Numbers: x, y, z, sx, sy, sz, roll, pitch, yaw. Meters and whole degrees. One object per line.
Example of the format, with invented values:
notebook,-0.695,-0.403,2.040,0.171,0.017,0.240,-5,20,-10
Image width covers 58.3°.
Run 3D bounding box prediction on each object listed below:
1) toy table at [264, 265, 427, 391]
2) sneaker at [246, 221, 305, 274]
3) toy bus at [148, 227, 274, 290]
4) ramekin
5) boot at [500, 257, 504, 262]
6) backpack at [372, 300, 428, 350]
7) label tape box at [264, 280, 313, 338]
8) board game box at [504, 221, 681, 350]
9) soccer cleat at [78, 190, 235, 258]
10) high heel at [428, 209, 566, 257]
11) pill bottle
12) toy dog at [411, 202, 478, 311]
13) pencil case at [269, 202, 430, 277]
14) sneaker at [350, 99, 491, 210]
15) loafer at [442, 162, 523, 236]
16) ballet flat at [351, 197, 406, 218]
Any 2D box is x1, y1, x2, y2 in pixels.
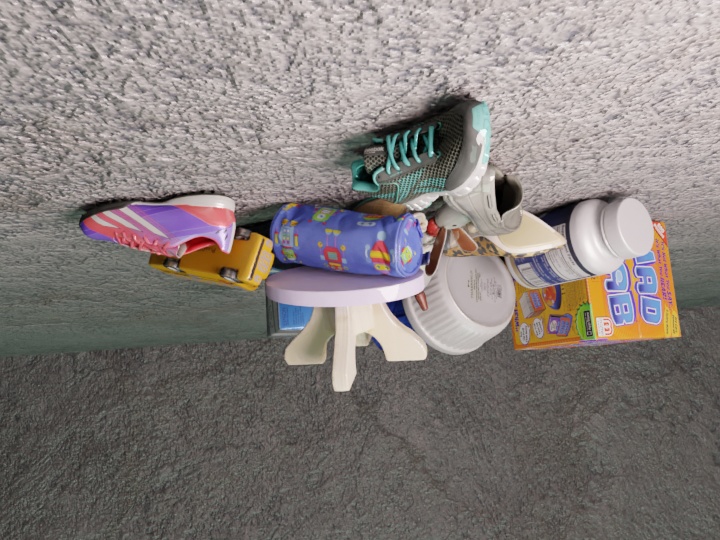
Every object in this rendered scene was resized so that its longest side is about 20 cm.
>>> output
toy table,-0.015,0.060,0.820,0.199,0.118,0.184,1,-163,22
sneaker,-0.130,-0.030,0.959,0.199,0.074,0.082,1,171,27
toy bus,-0.194,-0.018,0.855,0.199,0.065,0.078,8,164,34
ramekin,0.182,0.040,1.151,0.199,0.201,0.105,2,158,-32
boot,0.263,0.005,1.364,0.199,0.066,0.165,-16,167,34
backpack,0.108,0.065,1.283,0.199,0.163,0.168,-8,132,39
label tape box,-0.138,0.047,1.173,0.063,0.145,0.200,-1,170,-17
board game box,0.400,0.030,1.139,0.199,0.201,0.200,1,169,-26
soccer cleat,-0.250,-0.048,0.788,0.199,0.074,0.068,-6,170,7
high heel,0.207,-0.045,0.977,0.199,0.072,0.143,10,168,17
pill bottle,0.321,-0.042,0.958,0.111,0.112,0.200,3,168,-34
toy dog,0.100,-0.013,0.900,0.132,0.096,0.200,-29,167,-25
pencil case,-0.015,-0.041,0.804,0.199,0.087,0.078,7,134,30
sneaker,0.050,-0.104,0.613,0.091,0.078,0.200,4,166,-20
loafer,0.164,-0.083,0.779,0.070,0.070,0.200,0,173,31
ballet flat,-0.008,-0.045,0.899,0.068,0.073,0.200,23,156,-32
